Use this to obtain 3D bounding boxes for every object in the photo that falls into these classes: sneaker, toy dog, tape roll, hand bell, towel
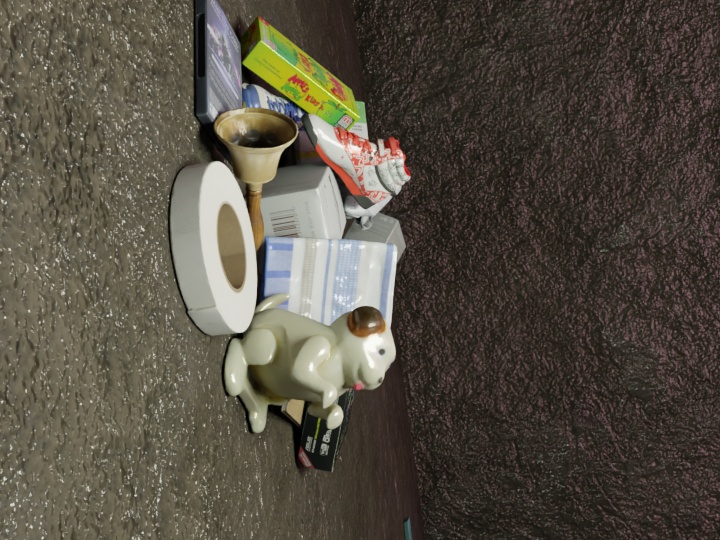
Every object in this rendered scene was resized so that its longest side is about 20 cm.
[{"bbox_3d":[-0.026,-0.163,1.244,0.200,0.075,0.115,39,73,-25],"label":"sneaker"},{"bbox_3d":[-0.053,0.113,0.939,0.194,0.199,0.140,-88,169,-49],"label":"toy dog"},{"bbox_3d":[0.000,-0.194,1.142,0.201,0.108,0.067,49,18,-36],"label":"sneaker"},{"bbox_3d":[-0.166,-0.025,0.843,0.203,0.037,0.204,-8,90,-83],"label":"tape roll"},{"bbox_3d":[-0.140,-0.101,0.955,0.104,0.104,0.201,-88,-175,-51],"label":"hand bell"},{"bbox_3d":[-0.044,0.028,1.034,0.024,0.199,0.148,-150,-116,-70],"label":"towel"},{"bbox_3d":[-0.131,-0.255,1.136,0.200,0.088,0.076,-33,117,-80],"label":"sneaker"}]

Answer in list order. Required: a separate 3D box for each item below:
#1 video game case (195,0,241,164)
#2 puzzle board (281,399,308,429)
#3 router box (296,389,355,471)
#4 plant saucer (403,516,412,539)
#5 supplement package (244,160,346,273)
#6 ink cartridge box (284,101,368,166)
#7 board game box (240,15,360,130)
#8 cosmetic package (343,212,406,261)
[{"bbox_3d":[-0.188,-0.261,0.973,0.143,0.019,0.201,63,21,-70],"label":"video game case"},{"bbox_3d":[-0.088,0.160,1.130,0.200,0.017,0.151,80,22,-70],"label":"puzzle board"},{"bbox_3d":[-0.049,0.228,1.224,0.200,0.062,0.151,-50,153,-81],"label":"router box"},{"bbox_3d":[0.171,0.966,2.511,0.070,0.019,0.201,40,43,-79],"label":"plant saucer"},{"bbox_3d":[-0.096,-0.089,1.124,0.200,0.117,0.117,-80,159,-68],"label":"supplement package"},{"bbox_3d":[-0.061,-0.211,1.340,0.087,0.145,0.201,152,-64,-63],"label":"ink cartridge box"},{"bbox_3d":[-0.095,-0.305,1.143,0.200,0.048,0.102,32,27,-31],"label":"board game box"},{"bbox_3d":[0.000,0.000,1.310,0.200,0.090,0.107,-58,157,-19],"label":"cosmetic package"}]
